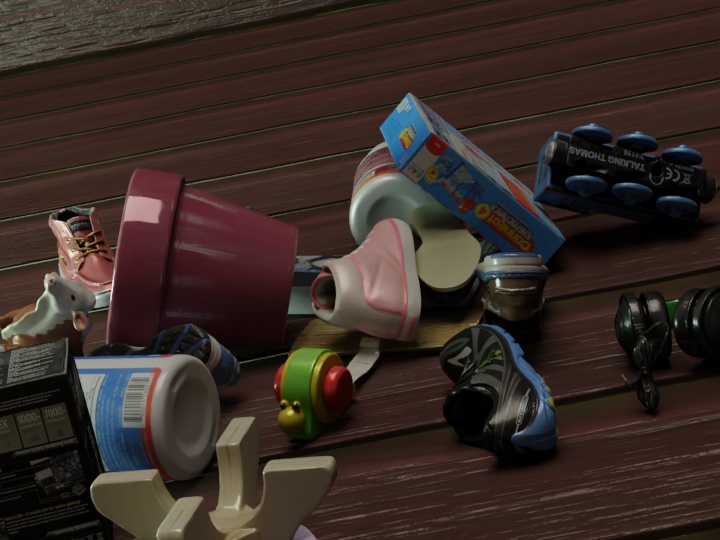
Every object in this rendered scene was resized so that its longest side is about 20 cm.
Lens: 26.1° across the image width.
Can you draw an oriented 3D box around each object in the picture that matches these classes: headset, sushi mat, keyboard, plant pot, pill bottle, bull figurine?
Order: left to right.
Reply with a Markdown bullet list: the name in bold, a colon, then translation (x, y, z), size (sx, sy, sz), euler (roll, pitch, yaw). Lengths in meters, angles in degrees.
- **bull figurine**: translation (-0.309, 0.067, 1.465), size (0.121, 0.065, 0.200), euler (-5, -26, -10)
- **pill bottle**: translation (-0.237, 0.133, 1.399), size (0.200, 0.112, 0.112), euler (-2, 21, 24)
- **plant pot**: translation (-0.161, 0.004, 1.614), size (0.179, 0.200, 0.200), euler (9, 19, -4)
- **sushi mat**: translation (0.029, 0.065, 1.589), size (0.200, 0.012, 0.096), euler (-5, 22, 20)
- **pill bottle**: translation (0.044, -0.090, 1.872), size (0.109, 0.110, 0.200), euler (-9, 19, 6)
- **keyboard**: translation (0.112, 0.000, 1.718), size (0.056, 0.011, 0.200), euler (5, 23, 16)
- **headset**: translation (0.285, 0.063, 1.399), size (0.123, 0.094, 0.200), euler (-5, 4, 28)

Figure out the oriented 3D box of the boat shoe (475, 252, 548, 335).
- **boat shoe**: translation (0.146, 0.027, 1.525), size (0.072, 0.073, 0.200), euler (1, -5, 9)

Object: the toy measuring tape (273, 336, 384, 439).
- **toy measuring tape**: translation (-0.028, 0.089, 1.455), size (0.073, 0.074, 0.200), euler (-1, 24, 27)

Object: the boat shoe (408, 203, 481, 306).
- **boat shoe**: translation (0.089, -0.007, 1.646), size (0.074, 0.063, 0.201), euler (-8, 23, -2)

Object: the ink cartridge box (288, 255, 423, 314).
- **ink cartridge box**: translation (-0.020, 0.015, 1.721), size (0.200, 0.039, 0.099), euler (0, 21, 28)

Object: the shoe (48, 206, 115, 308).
- **shoe**: translation (-0.339, -0.020, 1.918), size (0.071, 0.091, 0.200), euler (-18, 20, -19)

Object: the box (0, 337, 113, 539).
- **box**: translation (-0.319, 0.164, 1.278), size (0.200, 0.164, 0.086), euler (-14, 20, -5)

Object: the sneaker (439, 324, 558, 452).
- **sneaker**: translation (0.105, 0.102, 1.352), size (0.083, 0.071, 0.200), euler (-9, 21, -12)

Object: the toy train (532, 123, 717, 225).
- **toy train**: translation (0.293, -0.103, 1.733), size (0.200, 0.087, 0.114), euler (12, -15, -9)

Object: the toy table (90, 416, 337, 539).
- **toy table**: translation (-0.098, 0.198, 1.130), size (0.183, 0.117, 0.200), euler (-10, 18, 3)

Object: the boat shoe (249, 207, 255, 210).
- **boat shoe**: translation (-0.180, -0.003, 1.810), size (0.072, 0.072, 0.200), euler (-20, 15, 33)

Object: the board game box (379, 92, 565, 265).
- **board game box**: translation (0.122, -0.100, 1.741), size (0.056, 0.196, 0.200), euler (-49, 15, 11)

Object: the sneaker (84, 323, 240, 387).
- **sneaker**: translation (-0.207, 0.110, 1.532), size (0.200, 0.076, 0.077), euler (-12, -29, 34)

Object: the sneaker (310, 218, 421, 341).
- **sneaker**: translation (0.000, 0.000, 1.594), size (0.104, 0.075, 0.200), euler (7, 29, -9)
